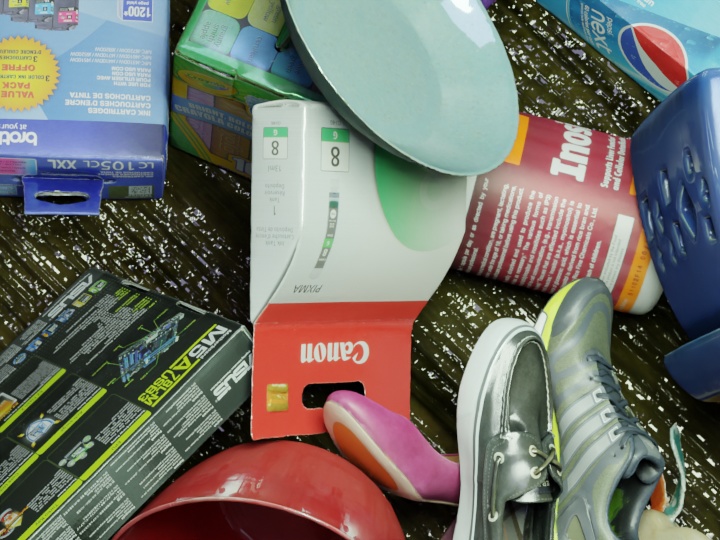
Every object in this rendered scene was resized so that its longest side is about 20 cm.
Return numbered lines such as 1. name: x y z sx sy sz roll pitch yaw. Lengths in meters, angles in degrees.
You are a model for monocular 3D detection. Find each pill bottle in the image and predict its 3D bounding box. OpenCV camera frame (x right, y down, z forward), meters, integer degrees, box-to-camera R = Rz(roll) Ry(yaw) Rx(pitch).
1. pill bottle: 0.108 -0.046 1.582 0.200 0.113 0.113 14 69 -1

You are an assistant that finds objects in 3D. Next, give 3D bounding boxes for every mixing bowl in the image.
1. mixing bowl: -0.049 0.178 1.461 0.200 0.200 0.108 20 40 2

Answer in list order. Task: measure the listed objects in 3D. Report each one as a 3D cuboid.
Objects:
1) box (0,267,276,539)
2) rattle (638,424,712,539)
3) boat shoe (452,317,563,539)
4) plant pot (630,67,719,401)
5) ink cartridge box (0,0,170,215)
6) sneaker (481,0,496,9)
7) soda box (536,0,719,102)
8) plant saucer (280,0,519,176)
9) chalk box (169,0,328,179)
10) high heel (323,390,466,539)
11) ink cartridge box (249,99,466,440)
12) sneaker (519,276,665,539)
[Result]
1. box: -0.178 0.093 1.472 0.200 0.048 0.193 -45 35 -19
2. rattle: 0.220 0.210 1.524 0.143 0.130 0.200 19 42 -10
3. boat shoe: 0.096 0.131 1.461 0.069 0.057 0.200 3 94 -46
4. plant pot: 0.279 -0.016 1.439 0.200 0.200 0.180 -1 82 -7
5. ink cartridge box: -0.196 -0.123 1.602 0.136 0.076 0.200 1 71 -5
6. sneaker: 0.103 -0.221 1.633 0.200 0.081 0.084 -19 58 29
7. soda box: 0.223 -0.161 1.663 0.200 0.064 0.068 40 71 10
8. plant saucer: 0.013 -0.136 1.439 0.201 0.039 0.201 31 41 -31
9. chalk box: -0.046 -0.147 1.557 0.124 0.200 0.125 23 69 3
10. high heel: 0.056 0.109 1.494 0.200 0.067 0.096 45 73 -34
11. ink cartridge box: 0.000 0.000 1.461 0.050 0.161 0.200 -1 90 39
12. sneaker: 0.153 0.102 1.512 0.081 0.074 0.200 -7 76 36
